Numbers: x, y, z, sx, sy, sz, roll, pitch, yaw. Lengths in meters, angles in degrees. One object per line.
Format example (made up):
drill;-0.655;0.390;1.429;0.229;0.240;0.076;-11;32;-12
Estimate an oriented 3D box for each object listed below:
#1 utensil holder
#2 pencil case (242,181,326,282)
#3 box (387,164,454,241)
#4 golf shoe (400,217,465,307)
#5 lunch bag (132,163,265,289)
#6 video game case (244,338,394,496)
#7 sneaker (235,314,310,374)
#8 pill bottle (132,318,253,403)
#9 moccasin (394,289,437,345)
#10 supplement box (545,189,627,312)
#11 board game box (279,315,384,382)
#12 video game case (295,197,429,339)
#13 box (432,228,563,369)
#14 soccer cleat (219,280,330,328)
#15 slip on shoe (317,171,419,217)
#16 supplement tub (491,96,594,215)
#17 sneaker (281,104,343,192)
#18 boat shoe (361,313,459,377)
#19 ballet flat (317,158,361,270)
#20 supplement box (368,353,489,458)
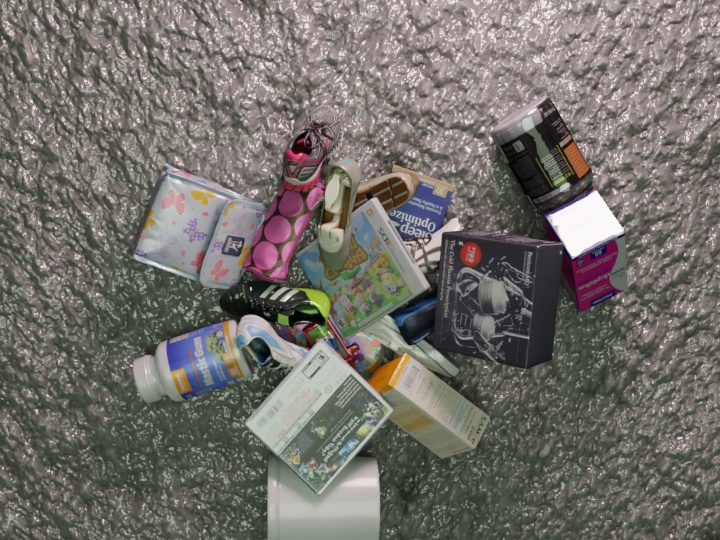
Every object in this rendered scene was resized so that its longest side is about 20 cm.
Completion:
utensil holder;-0.069;0.419;1.685;0.197;0.170;0.172;0;98;-5
pencil case;-0.129;-0.073;1.637;0.093;0.091;0.202;26;93;27
box;0.083;-0.078;1.687;0.120;0.032;0.202;18;98;-5
golf shoe;0.100;-0.030;1.639;0.094;0.078;0.200;42;97;-9
lunch bag;-0.279;-0.072;1.628;0.198;0.127;0.171;22;97;-20
video game case;-0.071;0.254;1.614;0.182;0.023;0.200;43;81;1
sneaker;-0.143;0.154;1.641;0.071;0.073;0.199;-23;131;40
pill bottle;-0.300;0.168;1.666;0.198;0.112;0.113;-19;98;0
moccasin;0.151;0.073;1.675;0.198;0.080;0.069;-23;103;-17
supplement box;0.395;-0.030;1.616;0.100;0.200;0.104;-27;58;2
board game box;-0.052;0.138;1.706;0.197;0.039;0.160;13;97;-5
video game case;0.000;0.000;1.639;0.199;0.022;0.183;-33;86;31
box;0.228;0.042;1.548;0.180;0.104;0.203;9;100;35
soccer cleat;-0.151;0.064;1.636;0.197;0.081;0.068;2;122;-4
slip on shoe;0.016;-0.128;1.645;0.198;0.061;0.077;-22;99;33
supplement tub;0.328;-0.192;1.634;0.122;0.123;0.201;-31;98;2
sneaker;-0.079;-0.222;1.591;0.080;0.201;0.075;11;137;8
boat shoe;0.088;0.145;1.696;0.199;0.071;0.070;35;97;-9
ballet flat;-0.047;-0.093;1.591;0.067;0.064;0.203;19;110;23
supplement box;0.116;0.247;1.675;0.199;0.126;0.074;38;60;-10
